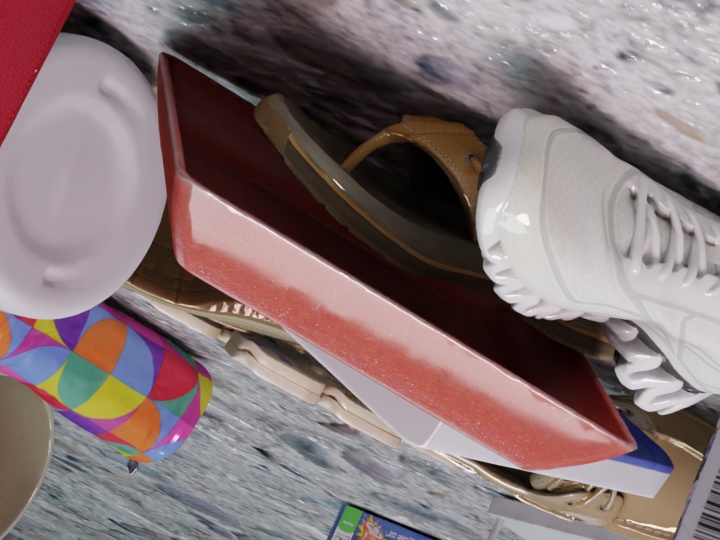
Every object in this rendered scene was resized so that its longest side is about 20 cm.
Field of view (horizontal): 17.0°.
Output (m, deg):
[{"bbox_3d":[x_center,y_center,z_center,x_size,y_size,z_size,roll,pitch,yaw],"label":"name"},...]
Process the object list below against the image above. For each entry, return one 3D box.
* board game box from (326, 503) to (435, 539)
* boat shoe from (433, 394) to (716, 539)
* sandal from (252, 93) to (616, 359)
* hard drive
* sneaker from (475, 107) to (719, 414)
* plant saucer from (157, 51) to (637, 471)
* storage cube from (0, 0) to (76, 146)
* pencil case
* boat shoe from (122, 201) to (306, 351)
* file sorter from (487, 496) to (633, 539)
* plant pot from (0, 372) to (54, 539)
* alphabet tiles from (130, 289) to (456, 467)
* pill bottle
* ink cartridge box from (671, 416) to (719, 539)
[{"bbox_3d":[0.056,0.249,1.932,0.135,0.035,0.200,20,165,17],"label":"board game box"},{"bbox_3d":[0.105,0.092,1.169,0.200,0.071,0.065,19,-165,5],"label":"boat shoe"},{"bbox_3d":[0.040,-0.026,0.932,0.200,0.054,0.080,27,-167,-32],"label":"sandal"},{"bbox_3d":[0.042,0.042,1.048,0.132,0.025,0.200,41,-167,33],"label":"hard drive"},{"bbox_3d":[0.110,-0.005,0.890,0.081,0.075,0.200,1,160,35],"label":"sneaker"},{"bbox_3d":[0.000,0.000,0.943,0.199,0.037,0.200,31,-169,-15],"label":"plant saucer"},{"bbox_3d":[-0.240,-0.096,0.894,0.171,0.180,0.200,10,159,44],"label":"storage cube"},{"bbox_3d":[-0.183,0.052,1.529,0.088,0.088,0.200,10,158,45],"label":"pencil case"},{"bbox_3d":[-0.063,-0.004,1.162,0.200,0.072,0.072,20,165,-8],"label":"boat shoe"},{"bbox_3d":[0.170,0.254,1.584,0.139,0.125,0.200,10,160,45],"label":"file sorter"},{"bbox_3d":[-0.383,0.118,1.947,0.200,0.187,0.187,32,172,34],"label":"plant pot"},{"bbox_3d":[-0.039,0.040,1.256,0.195,0.015,0.200,29,-175,-18],"label":"alphabet tiles"},{"bbox_3d":[-0.193,-0.053,1.060,0.200,0.120,0.120,12,161,41],"label":"pill bottle"},{"bbox_3d":[0.180,0.109,1.076,0.050,0.109,0.200,20,165,15],"label":"ink cartridge box"}]
